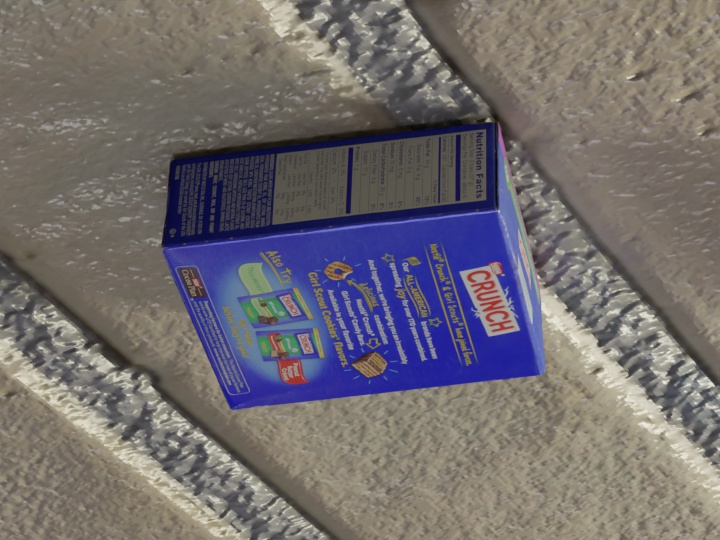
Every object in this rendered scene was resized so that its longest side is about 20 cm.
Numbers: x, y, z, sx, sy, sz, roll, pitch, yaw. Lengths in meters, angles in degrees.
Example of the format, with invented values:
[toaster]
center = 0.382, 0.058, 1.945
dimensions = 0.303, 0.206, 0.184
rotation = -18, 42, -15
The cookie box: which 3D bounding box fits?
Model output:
[cookie box]
center = 0.000, 0.000, 1.552
dimensions = 0.200, 0.075, 0.171
rotation = -6, 142, 10
